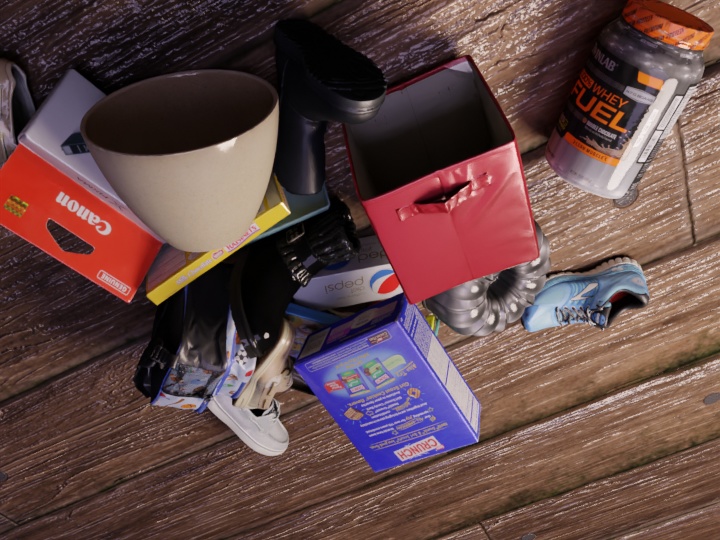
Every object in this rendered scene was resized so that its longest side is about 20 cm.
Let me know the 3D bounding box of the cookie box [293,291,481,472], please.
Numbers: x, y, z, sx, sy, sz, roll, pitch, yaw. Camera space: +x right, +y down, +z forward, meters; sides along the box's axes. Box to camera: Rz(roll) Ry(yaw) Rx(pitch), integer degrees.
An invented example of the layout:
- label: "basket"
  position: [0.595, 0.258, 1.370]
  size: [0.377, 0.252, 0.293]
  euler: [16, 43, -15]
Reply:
- label: "cookie box"
  position: [0.038, 0.152, 0.850]
  size: [0.169, 0.076, 0.202]
  euler: [-25, 110, 28]

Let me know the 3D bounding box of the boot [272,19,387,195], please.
- label: "boot"
  position: [-0.043, -0.152, 0.694]
  size: [0.075, 0.201, 0.171]
  euler: [-13, 132, -25]

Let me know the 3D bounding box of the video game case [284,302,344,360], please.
- label: "video game case"
  position: [-0.089, 0.107, 0.952]
  size: [0.140, 0.018, 0.201]
  euler: [16, 148, -11]

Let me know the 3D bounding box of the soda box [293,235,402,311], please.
- label: "soda box"
  position: [0.000, 0.000, 0.903]
  size: [0.196, 0.069, 0.064]
  euler: [-10, 131, -1]

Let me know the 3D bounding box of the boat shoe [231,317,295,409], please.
- label: "boat shoe"
  position: [-0.124, 0.135, 0.908]
  size: [0.064, 0.073, 0.201]
  euler: [18, 135, -17]

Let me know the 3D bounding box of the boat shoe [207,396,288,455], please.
- label: "boat shoe"
  position: [-0.171, 0.237, 1.072]
  size: [0.071, 0.071, 0.201]
  euler: [-28, 126, 19]

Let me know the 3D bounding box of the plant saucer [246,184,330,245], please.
- label: "plant saucer"
  position: [-0.132, -0.069, 0.830]
  size: [0.197, 0.071, 0.019]
  euler: [-22, 151, 9]

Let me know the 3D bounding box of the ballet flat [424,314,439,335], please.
- label: "ballet flat"
  position: [0.056, 0.145, 0.923]
  size: [0.066, 0.067, 0.203]
  euler: [14, 121, 0]

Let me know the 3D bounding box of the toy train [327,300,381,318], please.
- label: "toy train"
  position: [0.004, 0.108, 0.993]
  size: [0.197, 0.086, 0.116]
  euler: [21, 137, -23]

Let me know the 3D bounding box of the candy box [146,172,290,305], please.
- label: "candy box"
  position: [-0.179, -0.048, 0.794]
  size: [0.198, 0.103, 0.027]
  euler: [-33, 127, 7]

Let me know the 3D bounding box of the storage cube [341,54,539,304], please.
- label: "storage cube"
  position: [0.091, -0.100, 0.754]
  size: [0.168, 0.202, 0.181]
  euler: [-20, 136, 8]

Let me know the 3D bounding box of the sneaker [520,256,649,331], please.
- label: "sneaker"
  position: [0.338, 0.049, 0.980]
  size: [0.197, 0.091, 0.079]
  euler: [-22, 130, 11]

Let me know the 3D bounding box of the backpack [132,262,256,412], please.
- label: "backpack"
  position: [-0.222, 0.096, 0.885]
  size: [0.152, 0.203, 0.190]
  euler: [23, 136, -24]

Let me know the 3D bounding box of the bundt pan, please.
- label: "bundt pan"
  position: [0.181, 0.007, 0.886]
  size: [0.199, 0.076, 0.205]
  euler: [-18, 130, -23]

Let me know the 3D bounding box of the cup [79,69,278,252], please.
- label: "cup"
  position: [-0.178, -0.107, 0.696]
  size: [0.196, 0.202, 0.145]
  euler: [-6, 128, -3]

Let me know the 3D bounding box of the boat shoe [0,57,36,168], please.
- label: "boat shoe"
  position: [-0.385, -0.136, 0.728]
  size: [0.067, 0.075, 0.203]
  euler: [-4, 129, 2]

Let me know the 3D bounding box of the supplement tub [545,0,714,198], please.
- label: "supplement tub"
  position: [0.307, -0.197, 0.751]
  size: [0.120, 0.124, 0.203]
  euler: [7, 127, -14]

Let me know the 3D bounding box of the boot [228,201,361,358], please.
- label: "boot"
  position: [-0.076, 0.003, 0.805]
  size: [0.155, 0.214, 0.080]
  euler: [-14, 134, 10]

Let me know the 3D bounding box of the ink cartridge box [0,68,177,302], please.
- label: "ink cartridge box"
  position: [-0.290, -0.089, 0.729]
  size: [0.043, 0.176, 0.199]
  euler: [-2, 147, 49]

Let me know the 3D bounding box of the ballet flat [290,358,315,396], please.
- label: "ballet flat"
  position: [-0.105, 0.166, 0.989]
  size: [0.196, 0.047, 0.068]
  euler: [14, 148, -8]
